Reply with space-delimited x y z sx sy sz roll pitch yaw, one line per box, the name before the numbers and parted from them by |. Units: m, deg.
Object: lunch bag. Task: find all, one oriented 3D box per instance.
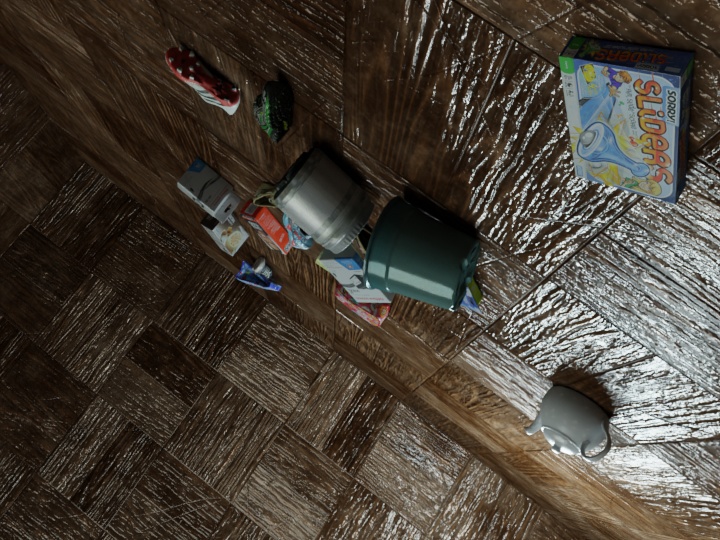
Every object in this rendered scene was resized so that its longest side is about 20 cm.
lunch bag | -0.475 0.049 2.959 0.196 0.096 0.150 28 178 13
lunch bag | 0.004 0.110 2.108 0.197 0.083 0.177 35 165 7

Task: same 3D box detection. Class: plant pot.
plant pot | 0.132 -0.022 1.268 0.192 0.204 0.201 22 161 20

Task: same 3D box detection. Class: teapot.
teapot | 0.551 0.416 1.631 0.194 0.148 0.201 31 163 18

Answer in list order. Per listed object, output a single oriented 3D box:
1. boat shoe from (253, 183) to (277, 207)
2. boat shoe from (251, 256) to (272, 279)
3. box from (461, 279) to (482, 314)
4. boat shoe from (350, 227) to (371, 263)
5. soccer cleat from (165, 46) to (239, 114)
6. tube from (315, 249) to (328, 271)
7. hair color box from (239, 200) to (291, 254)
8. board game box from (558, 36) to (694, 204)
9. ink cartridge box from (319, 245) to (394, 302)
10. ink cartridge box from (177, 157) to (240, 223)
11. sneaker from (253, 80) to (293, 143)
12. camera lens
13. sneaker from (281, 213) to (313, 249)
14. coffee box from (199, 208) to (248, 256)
boat shoe | -0.246 -0.207 1.798 0.073 0.063 0.198 47 162 -31
boat shoe | -0.434 -0.007 2.802 0.092 0.076 0.200 34 174 -14
box | 0.205 0.024 1.474 0.197 0.048 0.123 24 160 41
boat shoe | 0.039 -0.042 1.614 0.199 0.073 0.068 41 165 -14
soccer cleat | -0.363 -0.432 1.418 0.197 0.070 0.085 34 161 -3
tube | -0.050 0.010 1.941 0.197 0.058 0.052 35 121 -1
hair color box | -0.322 -0.148 2.143 0.100 0.062 0.201 21 158 44
board game box | 0.308 -0.170 0.715 0.133 0.035 0.201 26 161 37
ink cartridge box | 0.000 0.000 1.750 0.142 0.085 0.200 -1 141 44
ink cartridge box | -0.515 -0.273 2.118 0.198 0.117 0.067 39 163 -8
sneaker | -0.193 -0.336 1.286 0.084 0.079 0.200 37 165 0
camera lens | -0.085 -0.159 1.391 0.199 0.162 0.159 41 164 -14
sneaker | -0.172 -0.114 1.873 0.094 0.080 0.201 27 162 24
coffee box | -0.548 -0.167 2.501 0.078 0.116 0.201 28 161 27
